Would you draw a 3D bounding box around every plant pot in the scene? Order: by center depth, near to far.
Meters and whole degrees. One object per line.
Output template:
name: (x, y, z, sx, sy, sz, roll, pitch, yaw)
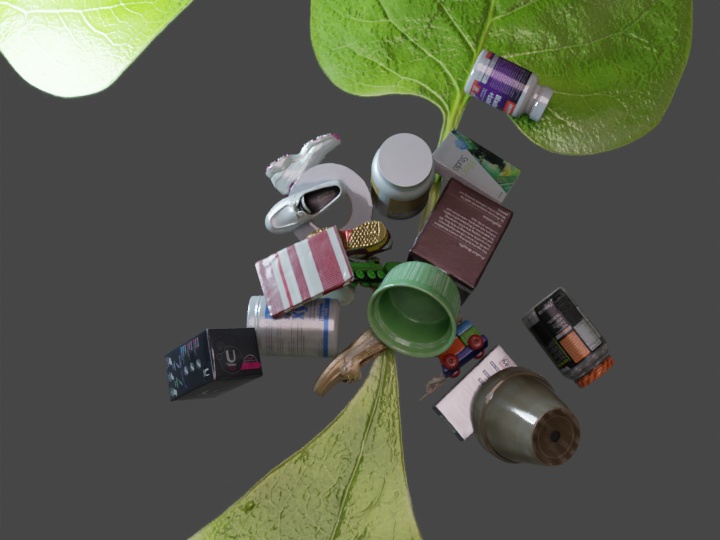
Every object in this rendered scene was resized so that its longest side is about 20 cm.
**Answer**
plant pot: (0.354, 0.315, 1.502, 0.196, 0.173, 0.205, -1, 95, -19)

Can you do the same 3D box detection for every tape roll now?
tape roll: (-0.068, -0.141, 1.676, 0.195, 0.066, 0.205, 0, 94, 3)

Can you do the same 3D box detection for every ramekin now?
ramekin: (0.119, 0.079, 1.557, 0.197, 0.202, 0.098, 24, 44, 6)

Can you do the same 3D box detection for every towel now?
towel: (-0.120, 0.003, 1.555, 0.197, 0.023, 0.146, -24, 59, 5)

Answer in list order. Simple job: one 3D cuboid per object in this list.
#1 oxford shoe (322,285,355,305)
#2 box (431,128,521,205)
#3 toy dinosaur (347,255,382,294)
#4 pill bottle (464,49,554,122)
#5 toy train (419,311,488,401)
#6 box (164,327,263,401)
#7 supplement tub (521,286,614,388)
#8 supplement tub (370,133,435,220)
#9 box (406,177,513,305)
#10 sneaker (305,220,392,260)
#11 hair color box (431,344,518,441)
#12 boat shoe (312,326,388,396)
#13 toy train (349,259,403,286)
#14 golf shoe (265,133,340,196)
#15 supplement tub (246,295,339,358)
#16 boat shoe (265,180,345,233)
oxford shoe: (-0.096, 0.020, 1.672, 0.197, 0.058, 0.076, 23, 120, 13)
box: (0.269, -0.240, 1.724, 0.198, 0.037, 0.145, 34, 49, 6)
toy dinosaur: (0.000, 0.000, 1.646, 0.200, 0.101, 0.058, 44, 119, 3)
pill bottle: (0.362, -0.442, 1.771, 0.197, 0.112, 0.113, 28, 76, 7)
toy train: (0.177, 0.182, 1.624, 0.199, 0.085, 0.116, -36, 64, -5)
box: (-0.311, 0.198, 1.531, 0.121, 0.199, 0.108, 1, 69, -41)
supplement tub: (0.459, 0.149, 1.610, 0.121, 0.123, 0.202, -34, 79, -9)
supplement tub: (0.094, -0.210, 1.658, 0.141, 0.200, 0.148, 0, 75, -1)
box: (0.217, -0.062, 1.640, 0.164, 0.164, 0.202, 30, 77, 6)
sneaker: (-0.026, -0.051, 1.610, 0.196, 0.090, 0.076, -6, 65, 18)
hair color box: (0.262, 0.269, 1.606, 0.199, 0.061, 0.100, -41, 82, -11)
boat shoe: (-0.018, 0.211, 1.610, 0.200, 0.074, 0.069, -43, 75, -11)
toy train: (0.025, 0.004, 1.611, 0.197, 0.042, 0.057, 2, 52, -38)
golf shoe: (-0.125, -0.251, 1.739, 0.198, 0.075, 0.093, -30, 88, -2)
supplement tub: (-0.144, 0.123, 1.602, 0.195, 0.132, 0.135, 2, 75, -2)
boat shoe: (-0.123, -0.140, 1.612, 0.196, 0.066, 0.073, -21, 93, 4)
